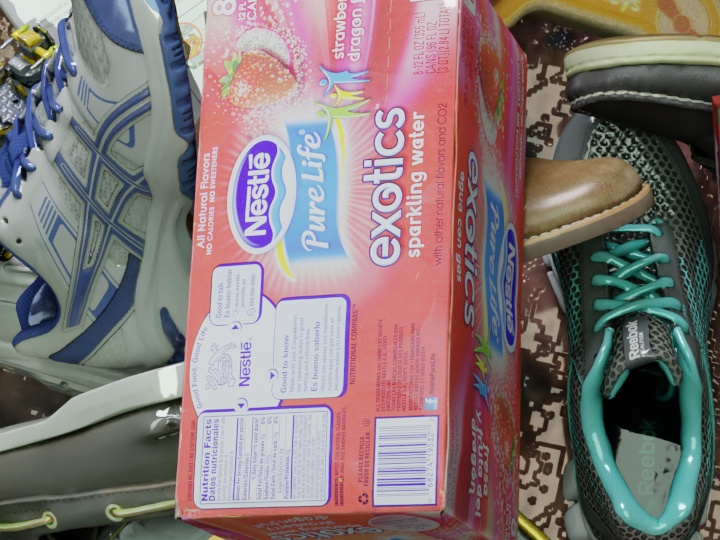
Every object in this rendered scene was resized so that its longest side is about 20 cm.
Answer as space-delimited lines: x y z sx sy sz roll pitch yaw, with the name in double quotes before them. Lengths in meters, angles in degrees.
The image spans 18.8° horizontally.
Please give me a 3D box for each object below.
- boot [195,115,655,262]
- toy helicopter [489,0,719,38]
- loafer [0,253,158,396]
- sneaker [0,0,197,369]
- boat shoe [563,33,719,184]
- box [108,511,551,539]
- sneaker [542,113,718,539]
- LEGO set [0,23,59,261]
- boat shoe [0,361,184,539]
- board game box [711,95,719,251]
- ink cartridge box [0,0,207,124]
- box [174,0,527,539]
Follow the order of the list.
"boot" 0.018 -0.039 0.870 0.199 0.074 0.076 -2 103 24
"toy helicopter" 0.066 -0.135 0.903 0.199 0.079 0.133 17 83 -19
"loafer" -0.157 0.005 0.920 0.199 0.070 0.070 18 80 -2
"sneaker" -0.104 -0.041 0.815 0.088 0.075 0.201 -5 124 -4
"boat shoe" 0.176 -0.051 0.880 0.199 0.073 0.065 9 84 -11
"box" -0.029 0.147 0.901 0.160 0.049 0.200 42 87 6
"sneaker" 0.115 0.025 0.883 0.077 0.091 0.201 -6 82 1
"LEGO set" -0.217 -0.087 0.870 0.154 0.116 0.200 -37 61 -20
"boat shoe" -0.121 0.087 0.869 0.201 0.072 0.061 -21 85 36
"board game box" 0.197 0.022 0.867 0.102 0.019 0.201 -6 112 3
"ink cartridge box" -0.052 -0.141 0.939 0.200 0.045 0.176 -35 99 0
"box" 0.000 0.000 0.788 0.102 0.095 0.201 -4 72 19
